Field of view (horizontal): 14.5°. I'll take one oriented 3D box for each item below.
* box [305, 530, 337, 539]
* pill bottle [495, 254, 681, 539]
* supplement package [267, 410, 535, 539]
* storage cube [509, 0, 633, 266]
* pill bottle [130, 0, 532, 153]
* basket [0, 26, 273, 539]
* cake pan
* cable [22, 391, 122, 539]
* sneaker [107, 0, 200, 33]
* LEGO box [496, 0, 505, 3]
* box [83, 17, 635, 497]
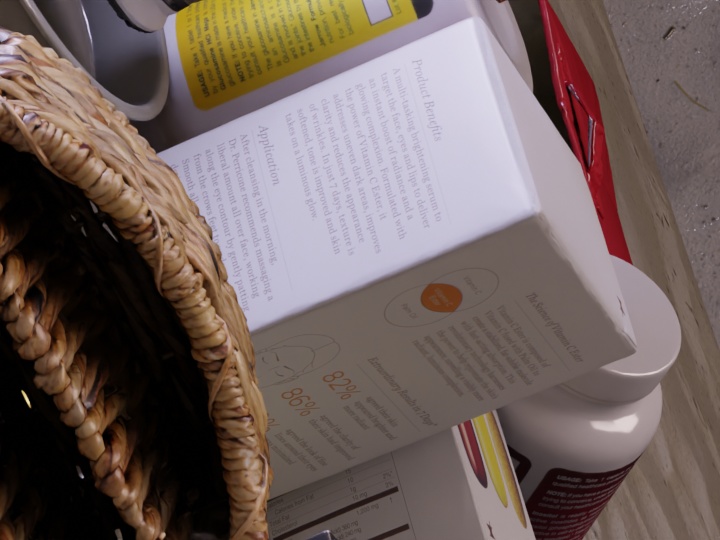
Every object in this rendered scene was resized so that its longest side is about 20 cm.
[{"bbox_3d":[-0.014,0.214,1.167,0.050,0.075,0.201,48,22,-57],"label":"box"},{"bbox_3d":[0.091,0.085,1.509,0.112,0.200,0.113,15,44,-16],"label":"pill bottle"},{"bbox_3d":[0.017,0.123,1.372,0.114,0.109,0.201,46,25,-60],"label":"supplement package"},{"bbox_3d":[0.051,-0.037,1.603,0.180,0.199,0.172,47,29,-66],"label":"storage cube"},{"bbox_3d":[-0.028,-0.090,1.344,0.112,0.199,0.113,-22,90,-77],"label":"pill bottle"},{"bbox_3d":[-0.112,0.041,0.894,0.149,0.142,0.201,-80,145,-69],"label":"basket"},{"bbox_3d":[-0.148,-0.151,1.244,0.201,0.037,0.201,59,15,-27],"label":"cake pan"},{"bbox_3d":[-0.117,0.012,1.103,0.097,0.050,0.201,48,32,-56],"label":"cable"},{"bbox_3d":[-0.094,-0.205,1.216,0.201,0.115,0.076,56,17,-33],"label":"sneaker"},{"bbox_3d":[0.120,-0.239,1.317,0.077,0.148,0.201,50,34,-57],"label":"LEGO box"},{"bbox_3d":[0.000,0.000,1.270,0.152,0.199,0.107,49,22,-57],"label":"box"}]
